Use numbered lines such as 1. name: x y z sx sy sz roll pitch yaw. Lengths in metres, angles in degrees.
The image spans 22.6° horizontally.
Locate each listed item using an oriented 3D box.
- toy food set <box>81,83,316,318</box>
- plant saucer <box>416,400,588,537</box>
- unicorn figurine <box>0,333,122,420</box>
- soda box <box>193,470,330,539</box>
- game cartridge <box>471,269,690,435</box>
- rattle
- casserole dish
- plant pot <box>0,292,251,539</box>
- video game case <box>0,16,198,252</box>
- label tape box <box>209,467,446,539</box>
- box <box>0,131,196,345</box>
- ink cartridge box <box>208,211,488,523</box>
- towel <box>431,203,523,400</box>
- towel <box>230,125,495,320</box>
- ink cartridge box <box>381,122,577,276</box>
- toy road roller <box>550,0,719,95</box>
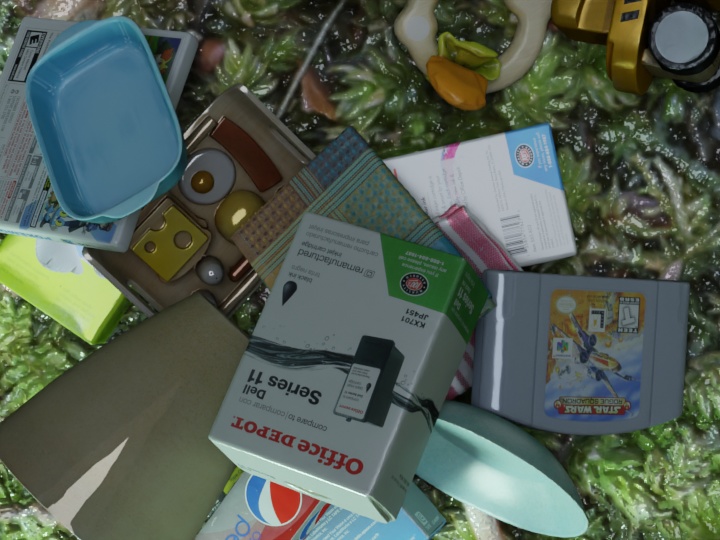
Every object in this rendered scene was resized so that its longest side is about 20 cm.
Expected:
1. toy food set: -0.121 -0.040 1.540 0.143 0.060 0.200 43 89 -18
2. plant saucer: 0.103 0.153 1.480 0.201 0.201 0.039 27 69 7
3. unicorn figurine: -0.212 0.126 1.566 0.200 0.074 0.138 28 102 1
4. soda box: -0.078 0.205 1.483 0.070 0.063 0.200 40 108 11
5. game cartridge: 0.186 0.070 1.493 0.200 0.042 0.134 3 86 -27
6. rattle: 0.128 -0.232 1.507 0.200 0.143 0.130 -36 87 5
7. casserole dish: -0.208 -0.121 1.499 0.121 0.039 0.200 -29 59 10
8. plant pot: -0.164 0.122 1.459 0.187 0.187 0.200 43 87 6
9. video game case: -0.248 -0.121 1.552 0.182 0.022 0.200 9 72 27
10. label tape box: -0.047 0.190 1.538 0.143 0.066 0.200 -44 82 18
11. box: -0.225 -0.049 1.588 0.122 0.048 0.200 33 92 3
12. ink cartridge box: -0.009 0.074 1.388 0.146 0.083 0.200 17 75 21
13. towel: 0.050 0.050 1.515 0.200 0.030 0.146 -36 111 16
14. towel: 0.000 0.000 1.474 0.147 0.022 0.200 -42 70 9
15. ink cartridge box: 0.076 -0.049 1.541 0.200 0.068 0.115 -12 91 6
16. toy road roller: 0.244 -0.248 1.507 0.146 0.123 0.200 12 90 18
